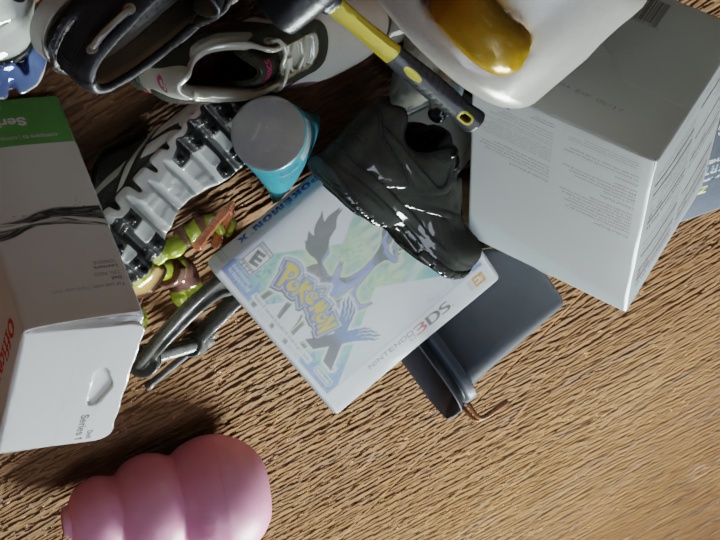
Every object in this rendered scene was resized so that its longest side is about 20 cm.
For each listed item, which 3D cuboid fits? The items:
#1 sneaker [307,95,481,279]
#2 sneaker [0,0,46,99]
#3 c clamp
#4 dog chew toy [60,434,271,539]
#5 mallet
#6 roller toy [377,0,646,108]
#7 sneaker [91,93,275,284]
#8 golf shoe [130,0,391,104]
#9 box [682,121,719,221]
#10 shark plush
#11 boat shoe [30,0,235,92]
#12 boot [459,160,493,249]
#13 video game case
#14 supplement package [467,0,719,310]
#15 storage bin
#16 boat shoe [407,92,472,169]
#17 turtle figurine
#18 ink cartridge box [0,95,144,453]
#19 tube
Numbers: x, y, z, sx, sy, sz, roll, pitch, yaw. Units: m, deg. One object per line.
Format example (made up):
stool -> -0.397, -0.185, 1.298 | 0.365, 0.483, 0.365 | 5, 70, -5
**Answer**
sneaker -> 0.047, -0.060, 1.166 | 0.091, 0.076, 0.200 | -51, 143, 2
sneaker -> -0.278, -0.158, 0.925 | 0.199, 0.081, 0.115 | -15, 143, -32
c clamp -> -0.142, 0.053, 1.307 | 0.171, 0.027, 0.200 | -42, 173, 6
dog chew toy -> -0.190, 0.229, 1.510 | 0.200, 0.125, 0.125 | -7, 144, -16
mallet -> 0.009, -0.145, 1.055 | 0.066, 0.041, 0.200 | -34, 131, 16
roller toy -> 0.087, -0.203, 1.020 | 0.140, 0.200, 0.182 | -42, 152, 23
sneaker -> -0.148, -0.080, 1.140 | 0.200, 0.090, 0.066 | -51, 137, -10
golf shoe -> -0.060, -0.148, 1.072 | 0.200, 0.088, 0.077 | -15, 122, -23
box -> 0.286, -0.101, 1.451 | 0.200, 0.051, 0.158 | -18, 149, -16
shark plush -> 0.080, -0.203, 1.169 | 0.200, 0.091, 0.083 | -58, 164, 16
boat shoe -> -0.109, -0.180, 0.973 | 0.200, 0.060, 0.074 | -35, 151, -24
boot -> 0.073, -0.045, 1.349 | 0.200, 0.076, 0.074 | -26, 150, -1
video game case -> 0.000, 0.000, 1.248 | 0.182, 0.022, 0.200 | -40, 130, -3
supplement package -> 0.186, -0.105, 1.225 | 0.151, 0.152, 0.200 | -53, 159, -27
storage bin -> 0.107, 0.052, 1.422 | 0.134, 0.146, 0.200 | -35, 174, -5
boat shoe -> 0.017, -0.072, 1.279 | 0.200, 0.074, 0.060 | -46, -170, 0
turtle figurine -> -0.181, 0.009, 1.210 | 0.200, 0.064, 0.161 | -40, 173, -7
ink cartridge box -> -0.227, 0.003, 1.067 | 0.084, 0.200, 0.146 | -8, 143, -27
tube -> -0.055, -0.089, 1.127 | 0.078, 0.050, 0.200 | -56, 176, 1
